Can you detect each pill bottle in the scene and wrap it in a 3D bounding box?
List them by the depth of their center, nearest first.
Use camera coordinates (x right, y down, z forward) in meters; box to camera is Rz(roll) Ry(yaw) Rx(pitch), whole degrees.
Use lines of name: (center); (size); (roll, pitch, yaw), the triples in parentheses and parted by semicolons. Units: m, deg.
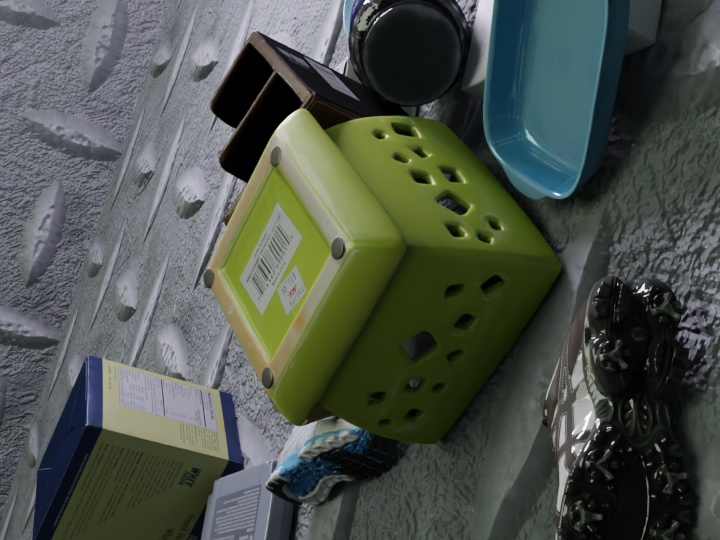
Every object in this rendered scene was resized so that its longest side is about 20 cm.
pill bottle: (0.044, -0.216, 0.959); (0.200, 0.110, 0.113); (-91, 26, -69)

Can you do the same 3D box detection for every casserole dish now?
casserole dish: (0.142, -0.149, 0.749); (0.121, 0.038, 0.203); (43, 140, 46)

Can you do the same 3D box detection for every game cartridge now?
game cartridge: (-0.126, 0.286, 1.132); (0.199, 0.040, 0.135); (-31, 43, 57)

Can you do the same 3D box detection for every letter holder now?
letter holder: (-0.041, -0.095, 0.917); (0.143, 0.199, 0.101); (-53, 54, 17)

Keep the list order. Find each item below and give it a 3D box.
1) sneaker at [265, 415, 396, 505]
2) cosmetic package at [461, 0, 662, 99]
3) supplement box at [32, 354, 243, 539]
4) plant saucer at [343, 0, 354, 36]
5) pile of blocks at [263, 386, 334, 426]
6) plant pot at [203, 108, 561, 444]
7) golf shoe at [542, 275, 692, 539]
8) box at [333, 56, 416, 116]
sneaker: (-0.028, 0.152, 0.968); (0.200, 0.074, 0.088); (-36, 34, 52)
cosmetic package: (0.164, -0.231, 0.833); (0.199, 0.051, 0.153); (-11, 66, 64)
supplement box: (-0.278, 0.244, 1.289); (0.202, 0.197, 0.135); (-61, 26, 24)
plant saucer: (0.037, -0.368, 1.243); (0.200, 0.027, 0.203); (-46, 35, 45)
pile of blocks: (-0.029, 0.082, 0.964); (0.062, 0.082, 0.200); (-33, 10, 39)
plant pot: (0.000, 0.000, 0.811); (0.201, 0.180, 0.200); (-59, 45, 27)
golf shoe: (0.149, 0.108, 0.623); (0.095, 0.077, 0.203); (126, 157, -73)
box: (-0.030, -0.093, 1.109); (0.176, 0.095, 0.203); (-29, 48, 57)
